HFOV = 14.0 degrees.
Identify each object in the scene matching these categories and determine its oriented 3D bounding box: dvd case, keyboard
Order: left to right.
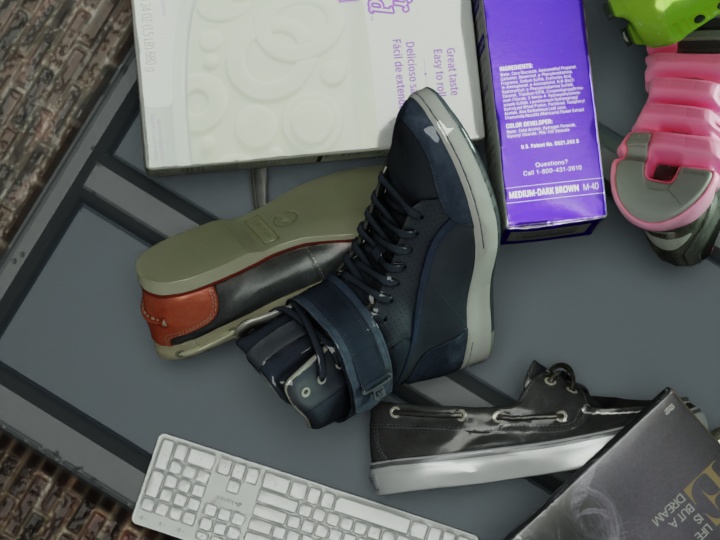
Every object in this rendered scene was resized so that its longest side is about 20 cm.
[{"bbox_3d":[-0.033,0.153,1.730,0.199,0.011,0.056,18,86,1],"label":"keyboard"},{"bbox_3d":[0.187,0.189,1.676,0.149,0.016,0.200,-43,101,-2],"label":"dvd case"}]

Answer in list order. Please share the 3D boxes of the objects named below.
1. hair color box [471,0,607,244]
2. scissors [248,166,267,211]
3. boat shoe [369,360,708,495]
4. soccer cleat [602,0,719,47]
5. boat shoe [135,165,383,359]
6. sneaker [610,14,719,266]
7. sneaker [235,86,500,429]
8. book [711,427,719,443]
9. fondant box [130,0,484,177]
[{"bbox_3d":[0.100,-0.121,1.701,0.065,0.109,0.201,-7,86,-1],"label":"hair color box"},{"bbox_3d":[-0.069,-0.122,1.752,0.073,0.014,0.201,13,87,-1],"label":"scissors"},{"bbox_3d":[0.101,0.086,1.710,0.199,0.070,0.067,-9,87,7],"label":"boat shoe"},{"bbox_3d":[0.166,-0.218,1.689,0.081,0.068,0.201,-22,60,17],"label":"soccer cleat"},{"bbox_3d":[-0.035,-0.005,1.717,0.199,0.071,0.063,-20,123,-14],"label":"boat shoe"},{"bbox_3d":[0.206,-0.090,1.720,0.079,0.095,0.200,10,62,29],"label":"sneaker"},{"bbox_3d":[0.001,0.001,1.642,0.146,0.203,0.077,-21,44,-18],"label":"sneaker"},{"bbox_3d":[0.181,0.207,1.708,0.200,0.048,0.134,-42,90,-2],"label":"book"},{"bbox_3d":[-0.034,-0.136,1.718,0.199,0.058,0.145,-5,87,-4],"label":"fondant box"}]
